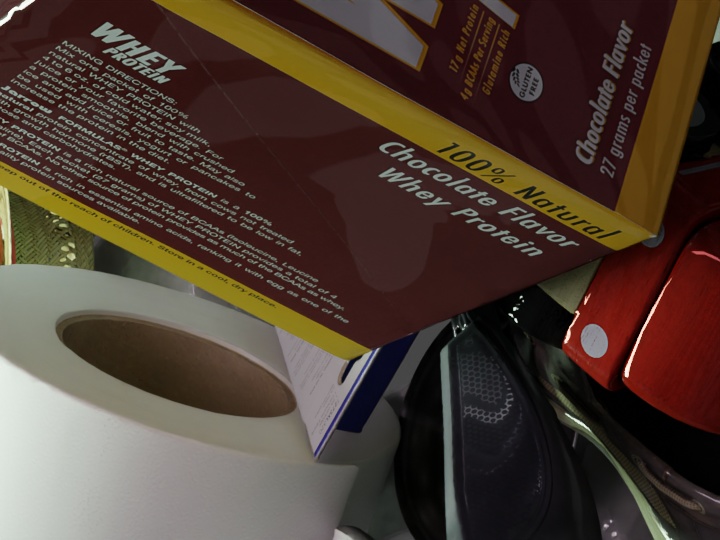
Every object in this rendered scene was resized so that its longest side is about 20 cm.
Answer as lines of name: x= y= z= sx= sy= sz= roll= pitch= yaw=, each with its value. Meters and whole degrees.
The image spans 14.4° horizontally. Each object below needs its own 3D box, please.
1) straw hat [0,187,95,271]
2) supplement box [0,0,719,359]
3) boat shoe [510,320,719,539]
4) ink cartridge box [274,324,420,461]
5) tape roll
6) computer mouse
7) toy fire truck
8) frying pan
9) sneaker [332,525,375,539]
straw hat: x=-0.171 y=0.002 z=1.393 sx=0.201 sy=0.085 sz=0.202 roll=-2 pitch=87 yaw=61
supplement box: x=-0.018 y=-0.087 z=0.929 sx=0.200 sy=0.197 sz=0.133 roll=-25 pitch=43 yaw=59
boat shoe: x=0.109 y=0.034 z=1.093 sx=0.074 sy=0.073 sz=0.200 roll=-31 pitch=57 yaw=-14
ink cartridge box: x=0.000 y=0.000 z=1.200 sx=0.095 sy=0.037 sz=0.200 roll=-60 pitch=18 yaw=18
tape roll: x=-0.097 y=0.099 z=1.210 sx=0.202 sy=0.202 sz=0.140 roll=34 pitch=110 yaw=44
computer mouse: x=0.058 y=0.071 z=1.030 sx=0.052 sy=0.139 sz=0.201 roll=-6 pitch=47 yaw=5
toy fire truck: x=0.165 y=0.028 z=0.993 sx=0.200 sy=0.176 sz=0.129 roll=43 pitch=124 yaw=28
frying pan: x=0.049 y=0.037 z=1.201 sx=0.115 sy=0.031 sz=0.191 roll=-43 pitch=44 yaw=34
sneaker: x=0.013 y=0.205 z=1.127 sx=0.087 sy=0.075 sz=0.201 roll=-28 pitch=85 yaw=-6
